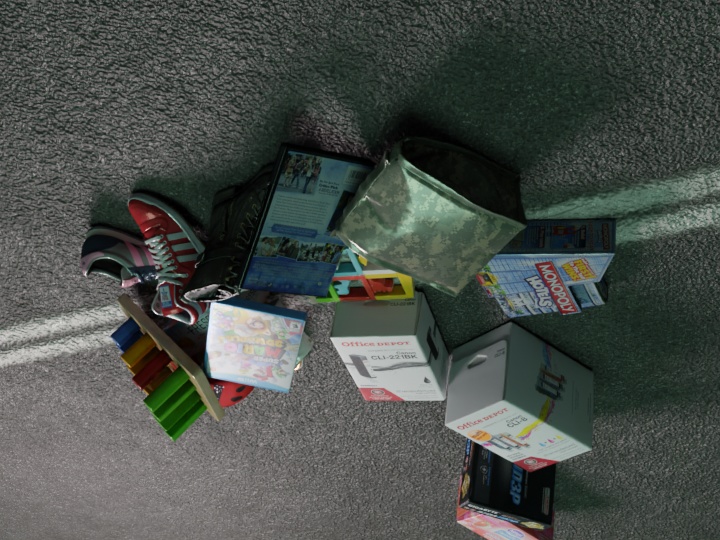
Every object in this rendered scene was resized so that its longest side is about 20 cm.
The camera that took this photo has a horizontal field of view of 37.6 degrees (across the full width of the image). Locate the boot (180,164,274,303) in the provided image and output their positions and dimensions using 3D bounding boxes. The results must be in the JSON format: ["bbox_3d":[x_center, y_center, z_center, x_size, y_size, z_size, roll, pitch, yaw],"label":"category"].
[{"bbox_3d":[-0.153,-0.040,1.433,0.198,0.176,0.069,-20,135,38],"label":"boot"}]

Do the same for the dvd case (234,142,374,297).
[{"bbox_3d":[-0.073,-0.062,1.378,0.141,0.018,0.202,6,114,-36],"label":"dvd case"}]

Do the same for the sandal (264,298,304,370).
[{"bbox_3d":[-0.152,0.123,1.763,0.078,0.060,0.208,0,143,15],"label":"sandal"}]

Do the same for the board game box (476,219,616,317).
[{"bbox_3d":[0.273,-0.001,1.479,0.197,0.062,0.200,-9,141,27],"label":"board game box"}]

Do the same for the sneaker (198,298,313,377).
[{"bbox_3d":[-0.167,0.144,1.705,0.199,0.074,0.116,-35,106,28],"label":"sneaker"}]

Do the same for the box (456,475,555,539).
[{"bbox_3d":[0.292,0.484,2.117,0.199,0.104,0.094,35,138,-30],"label":"box"}]

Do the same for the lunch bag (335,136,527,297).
[{"bbox_3d":[0.084,-0.079,1.358,0.198,0.119,0.164,21,133,-23],"label":"lunch bag"}]

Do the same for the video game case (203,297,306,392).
[{"bbox_3d":[-0.164,0.114,1.614,0.141,0.018,0.201,11,141,-4],"label":"video game case"}]

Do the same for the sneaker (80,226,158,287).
[{"bbox_3d":[-0.329,-0.002,1.614,0.197,0.083,0.071,12,143,-6],"label":"sneaker"}]

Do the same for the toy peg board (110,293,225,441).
[{"bbox_3d":[-0.338,0.172,1.743,0.199,0.098,0.201,40,161,23],"label":"toy peg board"}]

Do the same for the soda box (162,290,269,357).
[{"bbox_3d":[-0.235,0.069,1.696,0.068,0.064,0.199,43,135,-18],"label":"soda box"}]

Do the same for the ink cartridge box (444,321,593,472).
[{"bbox_3d":[0.255,0.205,1.698,0.199,0.146,0.145,30,141,-25],"label":"ink cartridge box"}]

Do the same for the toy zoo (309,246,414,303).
[{"bbox_3d":[0.000,0.000,1.586,0.197,0.021,0.132,-3,143,19],"label":"toy zoo"}]

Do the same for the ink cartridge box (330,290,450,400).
[{"bbox_3d":[0.051,0.124,1.690,0.142,0.085,0.201,-3,142,19],"label":"ink cartridge box"}]

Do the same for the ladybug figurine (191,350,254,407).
[{"bbox_3d":[-0.242,0.181,1.858,0.134,0.073,0.201,10,145,0],"label":"ladybug figurine"}]

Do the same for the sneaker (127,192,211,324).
[{"bbox_3d":[-0.284,-0.011,1.539,0.071,0.113,0.200,-15,124,47],"label":"sneaker"}]

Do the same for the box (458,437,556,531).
[{"bbox_3d":[0.258,0.328,1.822,0.157,0.202,0.046,19,150,-11],"label":"box"}]
